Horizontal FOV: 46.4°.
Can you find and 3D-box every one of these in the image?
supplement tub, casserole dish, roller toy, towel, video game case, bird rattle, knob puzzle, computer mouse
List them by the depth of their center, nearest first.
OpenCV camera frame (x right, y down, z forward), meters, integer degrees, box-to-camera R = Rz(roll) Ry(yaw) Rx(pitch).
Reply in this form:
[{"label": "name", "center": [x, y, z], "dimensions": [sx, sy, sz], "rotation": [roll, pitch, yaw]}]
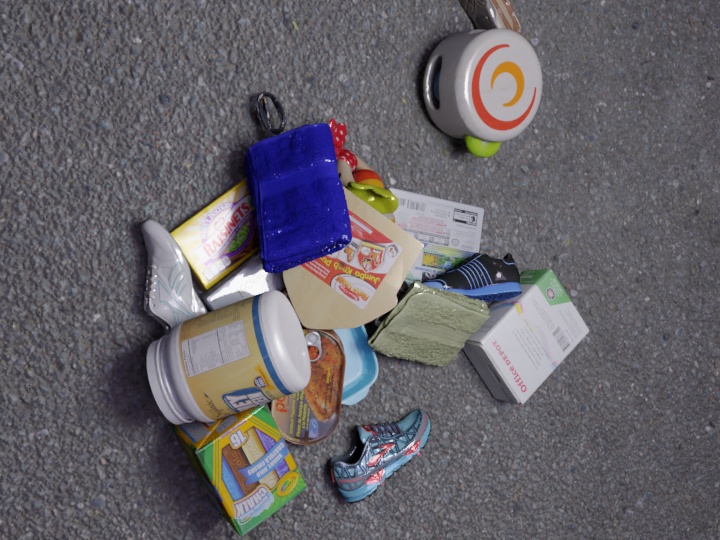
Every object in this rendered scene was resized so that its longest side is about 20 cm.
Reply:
[{"label": "supplement tub", "center": [-0.182, 0.125, 1.173], "dimensions": [0.197, 0.145, 0.147], "rotation": [-20, 100, 9]}, {"label": "towel", "center": [-0.096, -0.109, 1.216], "dimensions": [0.145, 0.050, 0.204], "rotation": [-20, 66, 16]}, {"label": "knob puzzle", "center": [-0.029, -0.003, 1.251], "dimensions": [0.215, 0.030, 0.225], "rotation": [0, 92, -3]}, {"label": "computer mouse", "center": [-0.135, -0.176, 1.302], "dimensions": [0.057, 0.034, 0.205], "rotation": [-5, 84, 8]}, {"label": "bird rattle", "center": [-0.013, -0.137, 1.340], "dimensions": [0.112, 0.202, 0.162], "rotation": [-41, 146, 17]}, {"label": "casserole dish", "center": [-0.048, 0.121, 1.363], "dimensions": [0.120, 0.039, 0.203], "rotation": [-28, 101, -23]}, {"label": "towel", "center": [0.115, 0.094, 1.385], "dimensions": [0.198, 0.037, 0.149], "rotation": [17, 120, -41]}, {"label": "roller toy", "center": [0.205, -0.316, 1.429], "dimensions": [0.200, 0.139, 0.183], "rotation": [-48, 119, -12]}, {"label": "video game case", "center": [0.119, -0.034, 1.453], "dimensions": [0.197, 0.022, 0.186], "rotation": [9, 86, -27]}]

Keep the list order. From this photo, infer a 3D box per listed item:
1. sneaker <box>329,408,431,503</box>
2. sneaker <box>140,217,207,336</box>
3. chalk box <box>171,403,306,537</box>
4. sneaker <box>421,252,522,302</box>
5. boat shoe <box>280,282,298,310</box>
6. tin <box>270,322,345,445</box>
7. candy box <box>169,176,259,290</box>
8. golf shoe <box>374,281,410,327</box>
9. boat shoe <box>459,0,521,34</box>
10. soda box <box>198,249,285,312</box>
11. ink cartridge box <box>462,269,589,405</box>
[{"label": "sneaker", "center": [0.033, 0.286, 1.380], "dimensions": [0.199, 0.079, 0.096], "rotation": [-40, 104, -21]}, {"label": "sneaker", "center": [-0.284, 0.024, 1.230], "dimensions": [0.079, 0.070, 0.204], "rotation": [-24, 101, -21]}, {"label": "chalk box", "center": [-0.172, 0.295, 1.247], "dimensions": [0.123, 0.124, 0.203], "rotation": [-31, 111, -23]}, {"label": "sneaker", "center": [0.183, 0.013, 1.443], "dimensions": [0.196, 0.070, 0.079], "rotation": [-2, 70, -21]}, {"label": "boat shoe", "center": [-0.075, 0.037, 1.287], "dimensions": [0.199, 0.072, 0.068], "rotation": [-39, 92, -10]}, {"label": "tin", "center": [-0.083, 0.175, 1.303], "dimensions": [0.110, 0.042, 0.204], "rotation": [3, 112, -9]}, {"label": "candy box", "center": [-0.192, -0.070, 1.299], "dimensions": [0.199, 0.026, 0.103], "rotation": [-40, 103, -21]}, {"label": "golf shoe", "center": [0.000, 0.000, 1.359], "dimensions": [0.088, 0.077, 0.200], "rotation": [-44, 93, 2]}, {"label": "boat shoe", "center": [0.225, -0.481, 1.481], "dimensions": [0.071, 0.075, 0.202], "rotation": [-37, 114, -25]}, {"label": "soda box", "center": [-0.152, 0.008, 1.294], "dimensions": [0.199, 0.068, 0.064], "rotation": [-40, 105, -20]}, {"label": "ink cartridge box", "center": [0.291, 0.117, 1.501], "dimensions": [0.200, 0.087, 0.146], "rotation": [-43, 107, -21]}]
